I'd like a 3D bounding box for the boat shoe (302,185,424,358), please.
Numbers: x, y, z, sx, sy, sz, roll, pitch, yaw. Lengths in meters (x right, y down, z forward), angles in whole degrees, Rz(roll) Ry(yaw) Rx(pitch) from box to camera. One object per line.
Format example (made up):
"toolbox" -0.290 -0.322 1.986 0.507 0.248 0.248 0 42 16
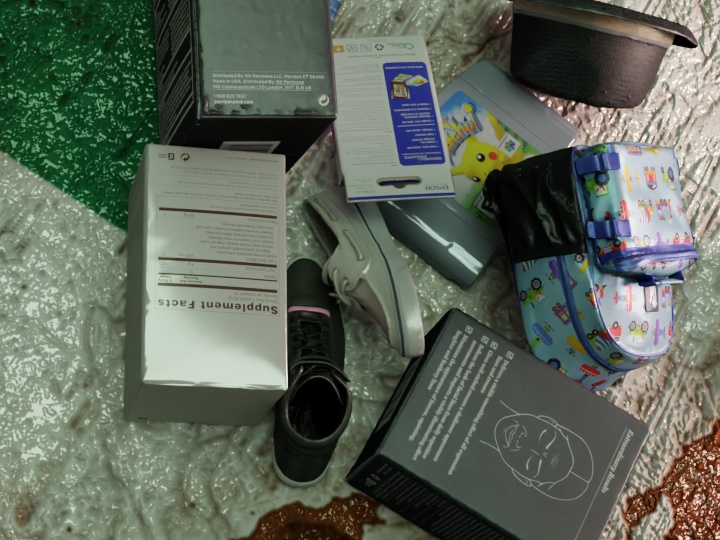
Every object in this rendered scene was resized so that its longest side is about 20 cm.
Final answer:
"boat shoe" 0.000 0.000 1.345 0.065 0.072 0.201 -14 51 -10

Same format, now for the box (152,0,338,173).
"box" -0.102 -0.197 1.328 0.122 0.200 0.200 -2 81 -17

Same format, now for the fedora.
"fedora" 0.209 -0.202 1.475 0.199 0.201 0.092 11 98 -12

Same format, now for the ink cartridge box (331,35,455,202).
"ink cartridge box" 0.022 -0.128 1.394 0.094 0.037 0.201 -3 49 -7

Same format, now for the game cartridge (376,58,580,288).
"game cartridge" 0.101 -0.097 1.455 0.133 0.041 0.200 35 65 3

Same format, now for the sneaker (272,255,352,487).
"sneaker" -0.038 0.071 1.320 0.070 0.099 0.202 5 68 -12

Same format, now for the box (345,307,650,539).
"box" 0.115 0.154 1.329 0.199 0.107 0.149 32 65 -2

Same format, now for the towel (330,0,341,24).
"towel" -0.073 -0.305 1.486 0.144 0.024 0.201 23 66 -8

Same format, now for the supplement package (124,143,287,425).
"supplement package" -0.128 0.015 1.302 0.119 0.121 0.202 4 70 -15

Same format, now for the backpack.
"backpack" 0.211 0.000 1.377 0.182 0.134 0.202 5 74 -52
